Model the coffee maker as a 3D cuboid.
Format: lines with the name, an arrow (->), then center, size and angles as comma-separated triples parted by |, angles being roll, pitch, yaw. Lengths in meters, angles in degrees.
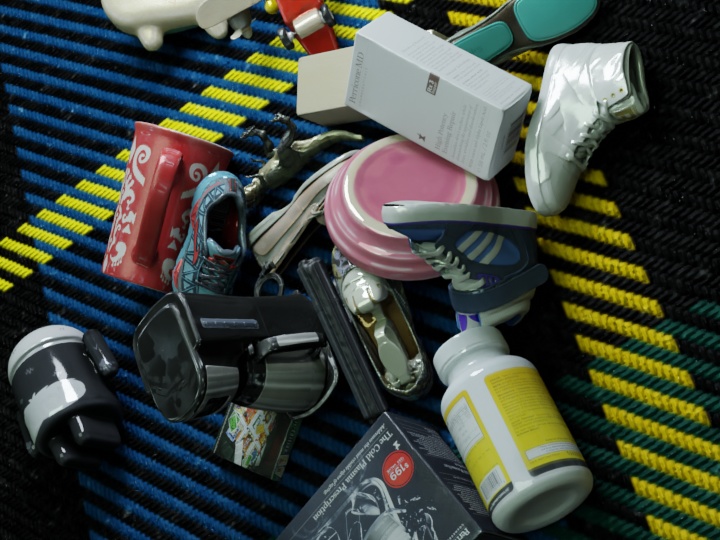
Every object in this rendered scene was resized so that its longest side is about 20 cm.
coffee maker -> -0.153, 0.083, 1.631 | 0.192, 0.199, 0.135 | 46, 120, 39

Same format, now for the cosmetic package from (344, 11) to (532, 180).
cosmetic package -> 0.084, -0.195, 1.593 | 0.199, 0.074, 0.102 | 29, 133, 20

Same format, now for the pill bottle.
pill bottle -> 0.151, 0.160, 1.479 | 0.112, 0.112, 0.200 | -38, 56, 20

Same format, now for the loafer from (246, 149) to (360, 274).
loafer -> -0.056, -0.067, 1.746 | 0.200, 0.072, 0.063 | -39, 72, 28

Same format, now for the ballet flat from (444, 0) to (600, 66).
ballet flat -> 0.176, -0.277, 1.635 | 0.199, 0.064, 0.068 | -25, 98, 5

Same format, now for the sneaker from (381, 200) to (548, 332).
sneaker -> 0.106, 0.004, 1.511 | 0.080, 0.199, 0.147 | 8, 94, 55

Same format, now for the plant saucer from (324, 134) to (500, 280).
plant saucer -> 0.057, -0.082, 1.606 | 0.199, 0.051, 0.201 | -3, 54, 5

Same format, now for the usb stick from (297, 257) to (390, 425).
usb stick -> -0.019, 0.078, 1.609 | 0.032, 0.055, 0.201 | -25, 86, -2

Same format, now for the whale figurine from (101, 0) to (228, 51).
whale figurine -> -0.259, -0.373, 1.989 | 0.199, 0.104, 0.160 | 16, 83, 14

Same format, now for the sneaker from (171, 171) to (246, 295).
sneaker -> -0.184, -0.019, 1.768 | 0.096, 0.079, 0.201 | -139, 55, -69

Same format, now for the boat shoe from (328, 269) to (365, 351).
boat shoe -> 0.000, 0.000, 1.674 | 0.068, 0.072, 0.201 | 22, 95, 34

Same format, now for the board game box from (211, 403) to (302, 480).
board game box -> -0.105, 0.143, 1.731 | 0.105, 0.023, 0.201 | 18, 86, 40

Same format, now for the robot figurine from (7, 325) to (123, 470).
robot figurine -> -0.383, 0.165, 1.868 | 0.150, 0.125, 0.200 | -24, 55, -12

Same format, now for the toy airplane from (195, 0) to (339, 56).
toy airplane -> -0.094, -0.376, 1.822 | 0.199, 0.141, 0.200 | 18, 96, 7

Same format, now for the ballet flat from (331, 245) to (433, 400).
ballet flat -> 0.023, 0.053, 1.590 | 0.072, 0.072, 0.201 | -28, 86, 26

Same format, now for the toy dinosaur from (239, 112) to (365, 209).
toy dinosaur -> -0.097, -0.151, 1.796 | 0.200, 0.088, 0.048 | -30, 20, 23

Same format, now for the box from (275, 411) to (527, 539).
box -> 0.041, 0.289, 1.522 | 0.200, 0.104, 0.182 | -51, 54, 12

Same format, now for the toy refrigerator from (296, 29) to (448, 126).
toy refrigerator -> 0.022, -0.230, 1.736 | 0.199, 0.070, 0.076 | -7, 77, 36

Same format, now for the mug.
mug -> -0.265, -0.080, 1.835 | 0.133, 0.177, 0.201 | 17, 90, 25

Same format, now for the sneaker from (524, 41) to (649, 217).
sneaker -> 0.248, -0.156, 1.539 | 0.115, 0.074, 0.201 | 0, 74, 40
